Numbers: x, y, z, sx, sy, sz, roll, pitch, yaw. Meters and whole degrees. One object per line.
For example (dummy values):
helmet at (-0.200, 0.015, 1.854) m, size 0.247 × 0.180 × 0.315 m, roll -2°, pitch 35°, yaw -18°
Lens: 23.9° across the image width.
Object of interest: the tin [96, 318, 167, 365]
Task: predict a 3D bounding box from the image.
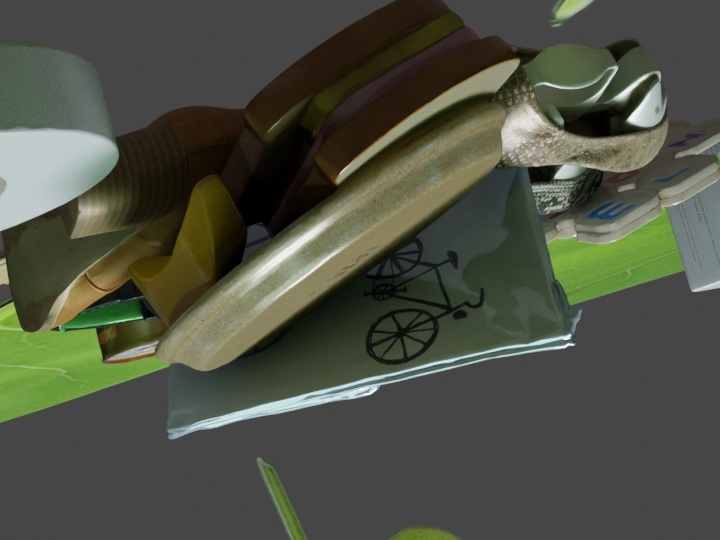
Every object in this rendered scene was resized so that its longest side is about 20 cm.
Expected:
tin at (-0.129, 0.040, 1.439) m, size 0.199 × 0.042 × 0.112 m, roll -12°, pitch 168°, yaw -32°

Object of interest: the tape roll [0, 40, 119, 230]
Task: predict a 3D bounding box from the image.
tape roll at (-0.193, -0.037, 0.656) m, size 0.201 × 0.037 × 0.203 m, roll -16°, pitch 173°, yaw -2°

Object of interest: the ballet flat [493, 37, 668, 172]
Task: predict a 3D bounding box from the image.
ballet flat at (0.118, -0.088, 0.873) m, size 0.199 × 0.071 × 0.065 m, roll -14°, pitch 160°, yaw -50°

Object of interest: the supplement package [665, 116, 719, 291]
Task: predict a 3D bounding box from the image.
supplement package at (0.339, -0.071, 1.284) m, size 0.199 × 0.122 × 0.120 m, roll -19°, pitch 173°, yaw 25°

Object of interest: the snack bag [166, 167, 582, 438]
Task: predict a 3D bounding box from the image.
snack bag at (0.000, 0.000, 0.842) m, size 0.198 × 0.022 × 0.189 m, roll -14°, pitch -145°, yaw 5°

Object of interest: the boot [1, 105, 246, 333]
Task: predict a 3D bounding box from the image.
boot at (-0.093, -0.026, 0.838) m, size 0.143 × 0.071 × 0.201 m, roll -13°, pitch 168°, yaw -26°

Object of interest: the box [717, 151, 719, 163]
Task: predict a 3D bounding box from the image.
box at (0.355, -0.054, 1.110) m, size 0.097 × 0.199 × 0.176 m, roll -61°, pitch 158°, yaw 15°

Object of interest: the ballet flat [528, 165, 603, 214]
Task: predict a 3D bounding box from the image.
ballet flat at (0.082, -0.067, 0.979) m, size 0.199 × 0.068 × 0.075 m, roll -9°, pitch 155°, yaw -35°

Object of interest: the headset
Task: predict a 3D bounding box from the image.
headset at (-0.100, 0.017, 1.072) m, size 0.198 × 0.095 × 0.124 m, roll -14°, pitch 174°, yaw -2°

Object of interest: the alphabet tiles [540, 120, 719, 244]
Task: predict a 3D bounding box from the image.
alphabet tiles at (0.134, -0.049, 1.083) m, size 0.195 × 0.015 × 0.200 m, roll -29°, pitch -162°, yaw -24°

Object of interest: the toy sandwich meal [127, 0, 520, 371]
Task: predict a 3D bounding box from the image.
toy sandwich meal at (-0.021, -0.033, 0.729) m, size 0.205 × 0.070 × 0.205 m, roll -35°, pitch 175°, yaw -3°

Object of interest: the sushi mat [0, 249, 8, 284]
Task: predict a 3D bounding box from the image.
sushi mat at (-0.150, -0.022, 0.976) m, size 0.199 × 0.012 × 0.095 m, roll -20°, pitch 173°, yaw 31°
